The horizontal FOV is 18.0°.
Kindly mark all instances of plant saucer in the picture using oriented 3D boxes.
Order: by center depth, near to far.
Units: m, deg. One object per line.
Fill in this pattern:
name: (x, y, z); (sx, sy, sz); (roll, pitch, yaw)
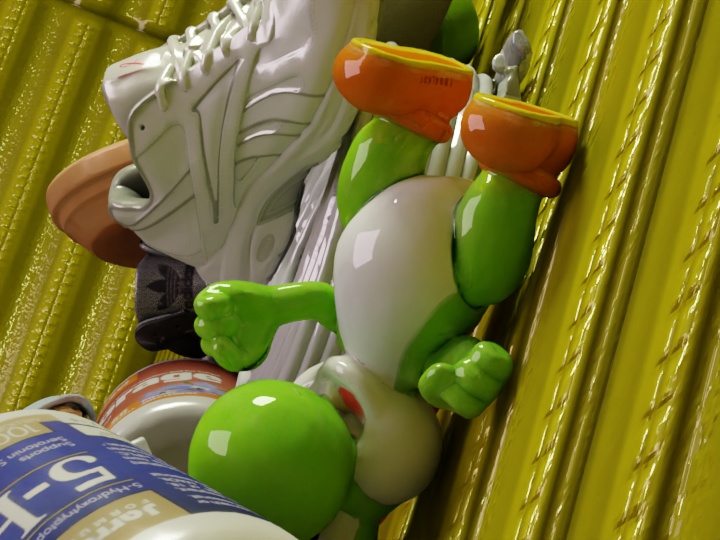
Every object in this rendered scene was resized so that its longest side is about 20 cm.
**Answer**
plant saucer: (-0.081, -0.040, 1.318); (0.200, 0.199, 0.038); (129, 132, -69)

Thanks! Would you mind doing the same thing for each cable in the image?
cable: (0.000, 0.000, 0.998); (0.200, 0.069, 0.201); (130, 159, -70)

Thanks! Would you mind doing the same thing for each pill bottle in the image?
pill bottle: (-0.071, 0.127, 0.739); (0.200, 0.119, 0.120); (20, 89, 52)
pill bottle: (-0.095, 0.109, 1.244); (0.200, 0.112, 0.113); (-131, 62, -82)

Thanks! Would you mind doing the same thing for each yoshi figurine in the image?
yoshi figurine: (-0.002, 0.024, 0.816); (0.112, 0.111, 0.201); (-116, 44, -72)

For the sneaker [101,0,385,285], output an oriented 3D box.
sneaker: (-0.054, -0.074, 0.931); (0.078, 0.099, 0.201); (-82, 15, -53)

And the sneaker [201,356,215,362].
sneaker: (-0.101, 0.118, 1.389); (0.074, 0.080, 0.201); (130, 159, -71)

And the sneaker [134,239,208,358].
sneaker: (-0.067, 0.010, 1.261); (0.200, 0.113, 0.076); (125, 150, -69)

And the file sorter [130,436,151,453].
file sorter: (-0.157, 0.191, 1.088); (0.139, 0.124, 0.200); (65, 150, 12)

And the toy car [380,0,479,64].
toy car: (-0.045, -0.176, 1.101); (0.164, 0.200, 0.158); (-27, -28, -46)

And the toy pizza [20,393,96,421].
toy pizza: (-0.200, 0.159, 1.261); (0.201, 0.032, 0.201); (-53, -16, -22)
